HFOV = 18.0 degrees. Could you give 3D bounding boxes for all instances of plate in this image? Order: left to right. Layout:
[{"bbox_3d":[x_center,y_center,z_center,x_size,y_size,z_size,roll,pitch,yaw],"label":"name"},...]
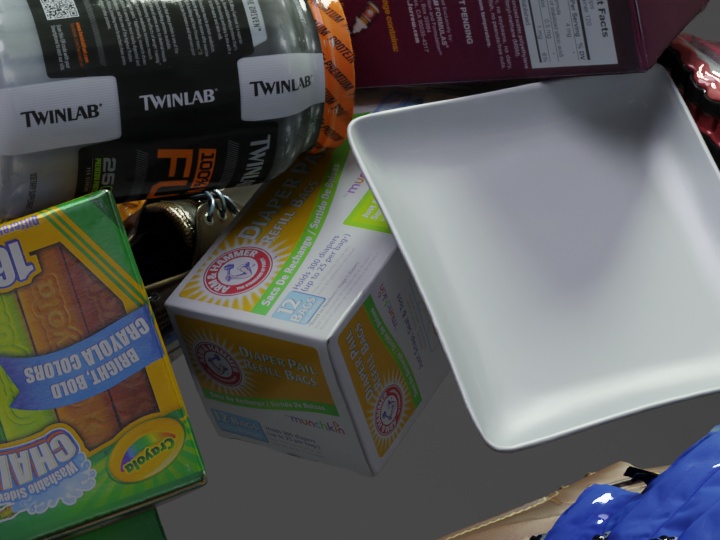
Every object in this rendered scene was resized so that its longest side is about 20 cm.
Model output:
[{"bbox_3d":[0.110,-0.007,1.174,0.199,0.032,0.201,-12,64,-24],"label":"plate"}]

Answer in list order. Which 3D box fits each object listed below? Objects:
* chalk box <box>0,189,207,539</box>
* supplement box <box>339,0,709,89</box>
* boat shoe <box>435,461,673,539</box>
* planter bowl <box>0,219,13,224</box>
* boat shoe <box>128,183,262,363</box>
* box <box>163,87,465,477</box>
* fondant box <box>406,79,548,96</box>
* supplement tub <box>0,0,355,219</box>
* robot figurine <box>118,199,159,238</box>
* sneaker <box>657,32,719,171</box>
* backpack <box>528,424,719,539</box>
[{"bbox_3d":[-0.153,0.079,1.158,0.124,0.201,0.124,-20,-5,-9],"label":"chalk box"},{"bbox_3d":[0.079,-0.161,1.253,0.199,0.086,0.110,-1,24,30],"label":"supplement box"},{"bbox_3d":[0.119,0.130,1.068,0.199,0.072,0.068,-11,33,0],"label":"boat shoe"},{"bbox_3d":[-0.263,-0.068,1.289,0.199,0.084,0.202,-2,72,7],"label":"planter bowl"},{"bbox_3d":[-0.094,-0.013,1.318,0.072,0.073,0.200,23,56,37],"label":"boat shoe"},{"bbox_3d":[0.000,0.000,1.242,0.112,0.102,0.200,11,47,32],"label":"box"},{"bbox_3d":[0.056,-0.121,1.364,0.199,0.058,0.145,8,59,35],"label":"fondant box"},{"bbox_3d":[-0.111,-0.099,1.197,0.199,0.123,0.123,-9,35,-19],"label":"supplement tub"},{"bbox_3d":[-0.221,-0.012,1.343,0.200,0.058,0.145,-39,76,-5],"label":"robot figurine"},{"bbox_3d":[0.229,-0.079,1.267,0.086,0.074,0.200,-8,41,-33],"label":"sneaker"},{"bbox_3d":[0.143,0.157,0.948,0.200,0.163,0.167,-37,39,-20],"label":"backpack"}]
